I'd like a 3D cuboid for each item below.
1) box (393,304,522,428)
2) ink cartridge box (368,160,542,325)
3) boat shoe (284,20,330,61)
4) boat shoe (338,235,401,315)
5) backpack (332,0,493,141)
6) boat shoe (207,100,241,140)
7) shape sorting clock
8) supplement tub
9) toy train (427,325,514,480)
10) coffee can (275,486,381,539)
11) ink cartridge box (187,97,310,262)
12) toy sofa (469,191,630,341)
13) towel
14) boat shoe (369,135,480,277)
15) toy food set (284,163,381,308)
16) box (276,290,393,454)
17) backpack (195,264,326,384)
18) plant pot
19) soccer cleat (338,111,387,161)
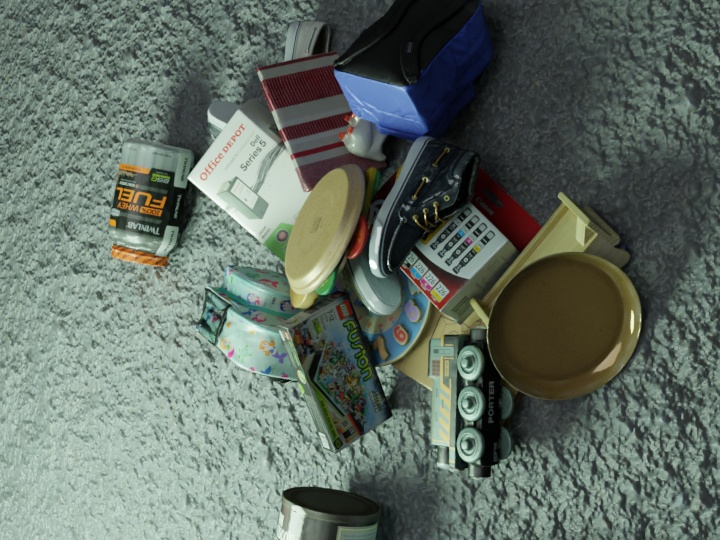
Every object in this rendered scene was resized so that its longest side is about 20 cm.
[{"bbox_3d":[0.151,0.106,1.546,0.199,0.021,0.165,30,103,35],"label":"box"},{"bbox_3d":[0.121,-0.062,1.520,0.176,0.084,0.200,-46,61,6],"label":"ink cartridge box"},{"bbox_3d":[-0.071,-0.288,1.723,0.085,0.074,0.204,2,80,26],"label":"boat shoe"},{"bbox_3d":[0.000,0.000,1.592,0.062,0.071,0.201,-54,40,26],"label":"boat shoe"},{"bbox_3d":[0.085,-0.288,1.547,0.162,0.168,0.201,23,67,34],"label":"backpack"},{"bbox_3d":[-0.167,-0.198,1.784,0.199,0.072,0.068,30,138,20],"label":"boat shoe"},{"bbox_3d":[0.024,0.039,1.621,0.199,0.039,0.202,-15,69,42],"label":"shape sorting clock"},{"bbox_3d":[-0.356,-0.115,1.878,0.122,0.122,0.202,13,94,36],"label":"supplement tub"},{"bbox_3d":[0.142,0.174,1.486,0.113,0.085,0.203,-2,86,49],"label":"toy train"},{"bbox_3d":[-0.056,0.428,1.594,0.145,0.146,0.202,11,92,36],"label":"coffee can"},{"bbox_3d":[-0.139,-0.137,1.687,0.200,0.084,0.146,40,113,-4],"label":"ink cartridge box"},{"bbox_3d":[0.246,0.009,1.446,0.201,0.097,0.083,-52,35,13],"label":"toy sofa"},{"bbox_3d":[-0.059,-0.222,1.647,0.023,0.143,0.202,-41,69,60],"label":"towel"},{"bbox_3d":[0.084,-0.078,1.453,0.090,0.071,0.202,17,80,31],"label":"boat shoe"},{"bbox_3d":[-0.042,-0.052,1.529,0.198,0.048,0.202,-30,41,54],"label":"toy food set"},{"bbox_3d":[-0.035,0.143,1.572,0.035,0.110,0.202,10,125,57],"label":"box"},{"bbox_3d":[-0.130,0.083,1.644,0.200,0.176,0.152,39,113,53],"label":"backpack"},{"bbox_3d":[0.253,0.067,1.399,0.201,0.199,0.028,-59,16,16],"label":"plant pot"},{"bbox_3d":[0.032,-0.257,1.646,0.069,0.077,0.202,-7,61,63],"label":"soccer cleat"}]
